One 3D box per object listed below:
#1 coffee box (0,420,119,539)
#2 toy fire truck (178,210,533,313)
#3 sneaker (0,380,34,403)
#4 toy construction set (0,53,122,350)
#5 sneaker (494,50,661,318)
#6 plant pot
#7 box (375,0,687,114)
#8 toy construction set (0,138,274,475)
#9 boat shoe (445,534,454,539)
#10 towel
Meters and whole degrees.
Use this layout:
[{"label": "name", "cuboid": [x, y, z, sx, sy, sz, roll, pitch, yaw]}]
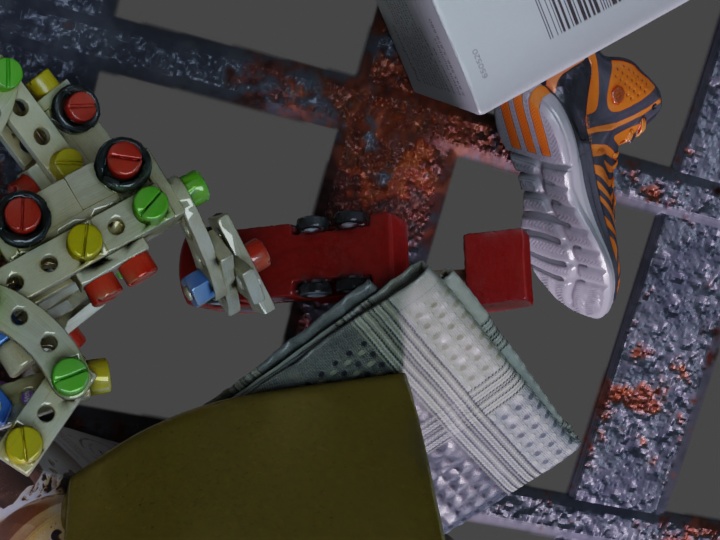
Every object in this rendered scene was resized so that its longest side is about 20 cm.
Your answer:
[{"label": "coffee box", "cuboid": [-0.202, 0.155, 0.821, 0.200, 0.080, 0.114, 27, 95, -52]}, {"label": "toy fire truck", "cuboid": [0.000, 0.000, 0.880, 0.198, 0.141, 0.049, -6, 79, 21]}, {"label": "sneaker", "cuboid": [-0.255, 0.053, 0.837, 0.113, 0.073, 0.202, -3, 112, -23]}, {"label": "toy construction set", "cuboid": [-0.199, -0.041, 0.812, 0.131, 0.092, 0.201, -44, 122, -29]}, {"label": "sneaker", "cuboid": [0.163, -0.067, 0.926, 0.112, 0.077, 0.201, -41, 134, -27]}, {"label": "plant pot", "cuboid": [-0.067, 0.189, 0.761, 0.198, 0.196, 0.196, 1, 125, -8]}, {"label": "box", "cuboid": [0.096, -0.233, 0.834, 0.198, 0.131, 0.201, -29, 110, -8]}, {"label": "toy construction set", "cuboid": [-0.137, 0.010, 0.751, 0.199, 0.092, 0.132, -29, 85, -32]}, {"label": "boat shoe", "cuboid": [-0.007, 0.171, 0.942, 0.200, 0.060, 0.072, 37, 91, -22]}, {"label": "towel", "cuboid": [0.014, 0.099, 0.850, 0.192, 0.035, 0.200, -34, 126, 10]}]
